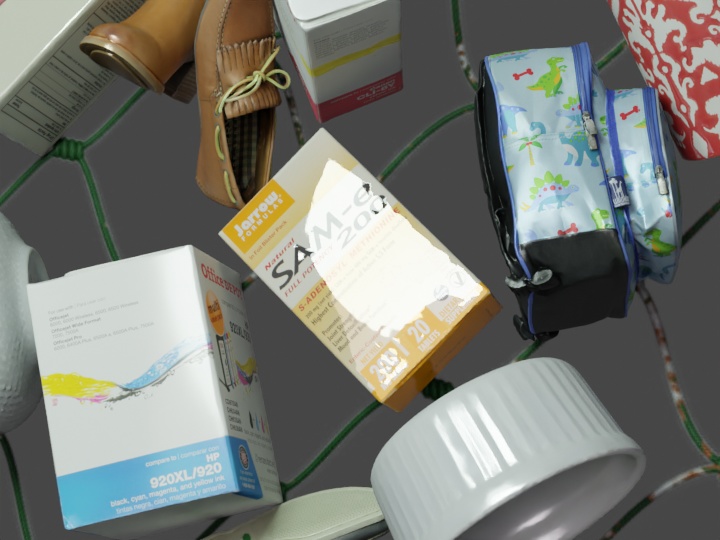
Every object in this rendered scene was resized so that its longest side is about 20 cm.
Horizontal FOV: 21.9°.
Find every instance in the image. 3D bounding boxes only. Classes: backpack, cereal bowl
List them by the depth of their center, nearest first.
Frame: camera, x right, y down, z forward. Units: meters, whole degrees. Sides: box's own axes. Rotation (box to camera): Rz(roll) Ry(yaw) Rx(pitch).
[{"bbox_3d":[0.168,-0.071,1.425,0.147,0.183,0.200,-12,71,5],"label":"backpack"},{"bbox_3d":[-0.298,0.035,1.511,0.083,0.200,0.200,-11,77,3],"label":"cereal bowl"}]

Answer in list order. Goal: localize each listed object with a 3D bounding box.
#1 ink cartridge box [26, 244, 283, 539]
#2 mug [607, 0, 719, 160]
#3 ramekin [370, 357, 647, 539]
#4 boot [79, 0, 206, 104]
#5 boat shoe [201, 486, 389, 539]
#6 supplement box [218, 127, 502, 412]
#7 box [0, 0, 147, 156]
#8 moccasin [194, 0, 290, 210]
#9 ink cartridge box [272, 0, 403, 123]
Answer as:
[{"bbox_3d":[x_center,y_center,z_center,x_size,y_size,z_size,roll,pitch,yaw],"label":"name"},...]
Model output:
[{"bbox_3d":[-0.163,0.100,1.488,0.144,0.147,0.200,-14,77,9],"label":"ink cartridge box"},{"bbox_3d":[0.279,-0.205,1.426,0.177,0.133,0.200,-25,100,-10],"label":"mug"},{"bbox_3d":[0.105,0.152,1.391,0.200,0.200,0.098,-33,67,6],"label":"ramekin"},{"bbox_3d":[-0.151,-0.224,1.517,0.074,0.200,0.155,29,95,10],"label":"boot"},{"bbox_3d":[-0.061,0.232,1.492,0.200,0.072,0.068,-23,113,1],"label":"boat shoe"},{"bbox_3d":[0.000,0.000,1.506,0.126,0.074,0.200,-46,73,1],"label":"supplement box"},{"bbox_3d":[-0.261,-0.215,1.582,0.200,0.128,0.109,-45,72,2],"label":"box"},{"bbox_3d":[-0.096,-0.142,1.509,0.078,0.074,0.202,31,121,43],"label":"moccasin"},{"bbox_3d":[-0.028,-0.227,1.484,0.083,0.200,0.145,-21,75,-4],"label":"ink cartridge box"}]
